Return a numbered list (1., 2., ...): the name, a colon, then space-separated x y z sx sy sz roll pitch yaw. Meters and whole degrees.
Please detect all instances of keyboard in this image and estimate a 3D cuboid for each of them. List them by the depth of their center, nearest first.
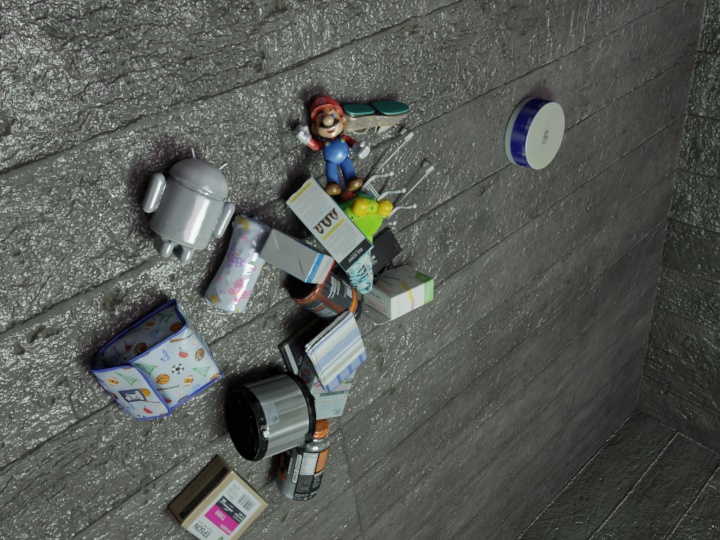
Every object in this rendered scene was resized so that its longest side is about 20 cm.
1. keyboard: 0.022 -0.015 1.584 0.199 0.039 0.105 -39 110 -21

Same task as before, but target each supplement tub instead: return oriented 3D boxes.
1. supplement tub: -0.076 0.063 1.462 0.108 0.106 0.200 -57 136 -5
2. supplement tub: -0.147 0.482 1.597 0.121 0.122 0.204 -1 111 -43

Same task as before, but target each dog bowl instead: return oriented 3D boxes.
1. dog bowl: 0.521 -0.408 1.827 0.198 0.078 0.204 -22 125 -36

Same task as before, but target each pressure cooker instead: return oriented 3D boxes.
1. pressure cooker: -0.195 0.339 1.437 0.198 0.177 0.179 -11 115 -39

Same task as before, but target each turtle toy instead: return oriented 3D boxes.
1. turtle toy: -0.028 -0.127 1.416 0.198 0.102 0.147 -1 135 -41

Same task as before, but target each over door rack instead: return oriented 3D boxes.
1. over door rack: 0.103 -0.229 1.519 0.201 0.066 0.148 -54 138 -9

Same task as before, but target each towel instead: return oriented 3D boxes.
1. towel: -0.056 0.198 1.481 0.146 0.024 0.202 -40 141 -19

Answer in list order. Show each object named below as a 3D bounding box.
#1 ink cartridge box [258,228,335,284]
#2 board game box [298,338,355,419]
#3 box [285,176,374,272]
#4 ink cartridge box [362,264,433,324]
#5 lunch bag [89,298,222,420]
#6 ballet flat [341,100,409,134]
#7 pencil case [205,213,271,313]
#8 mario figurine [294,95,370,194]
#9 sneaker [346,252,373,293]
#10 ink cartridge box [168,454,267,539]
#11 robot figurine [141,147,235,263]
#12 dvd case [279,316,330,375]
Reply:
1. ink cartridge box: -0.125 -0.026 1.305 0.068 0.115 0.200 -63 169 2
2. board game box: -0.089 0.278 1.571 0.146 0.064 0.203 4 110 -47
3. box: -0.065 -0.100 1.322 0.082 0.201 0.049 -41 179 7
4. ink cartridge box: 0.086 0.061 1.612 0.198 0.116 0.069 -23 125 -35
5. lunch bag: -0.401 0.190 1.206 0.198 0.124 0.172 -31 130 -11
6. ballet flat: 0.026 -0.346 1.397 0.197 0.068 0.068 -12 138 -34
7. pencil case: -0.250 -0.014 1.273 0.090 0.083 0.203 20 96 -28
8. mario figurine: -0.059 -0.266 1.275 0.122 0.105 0.204 -15 90 -39
9. sneaker: 0.000 0.000 1.439 0.076 0.088 0.200 -16 162 8
10. ink cartridge box: -0.341 0.573 1.490 0.165 0.075 0.201 -46 136 -19
11. robot figurine: -0.315 -0.118 1.132 0.168 0.112 0.203 19 97 -40
12. dvd case: -0.109 0.190 1.563 0.199 0.016 0.151 -38 134 -26
